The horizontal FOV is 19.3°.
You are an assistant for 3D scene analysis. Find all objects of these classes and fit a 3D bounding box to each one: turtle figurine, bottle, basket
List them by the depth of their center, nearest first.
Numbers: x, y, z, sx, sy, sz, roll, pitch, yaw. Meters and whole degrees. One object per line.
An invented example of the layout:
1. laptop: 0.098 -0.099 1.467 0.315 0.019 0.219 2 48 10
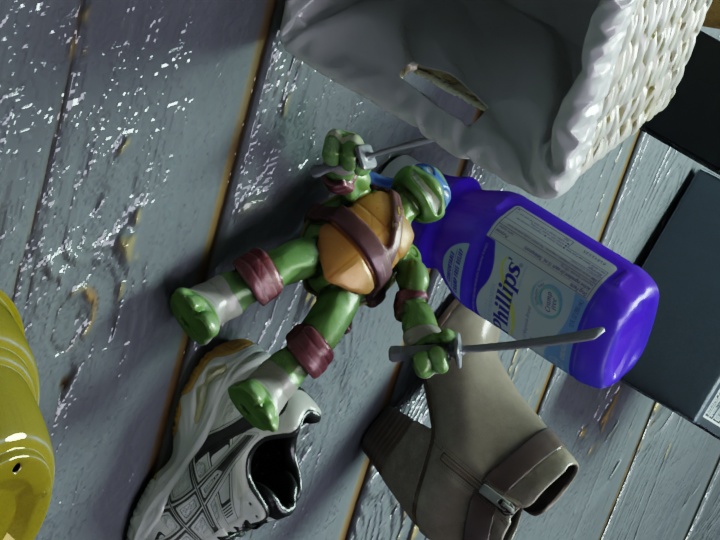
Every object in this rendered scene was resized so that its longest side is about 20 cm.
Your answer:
1. basket: 0.089 -0.181 1.148 0.160 0.197 0.201 -28 142 -50
2. turtle figurine: 0.000 0.000 1.240 0.193 0.200 0.145 -38 135 -18
3. bottle: 0.094 -0.007 1.354 0.065 0.199 0.084 -36 149 -37

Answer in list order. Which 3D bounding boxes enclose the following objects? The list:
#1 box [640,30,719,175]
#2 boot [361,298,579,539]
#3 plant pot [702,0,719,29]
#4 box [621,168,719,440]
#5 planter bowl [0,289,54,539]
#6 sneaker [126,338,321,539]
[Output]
1. box: 0.227 -0.122 1.462 0.079 0.199 0.141 -61 156 8
2. boot: 0.099 0.109 1.564 0.201 0.146 0.070 -56 153 -4
3. plant pot: 0.207 -0.229 1.307 0.186 0.199 0.187 -43 153 -29
4. box: 0.326 0.037 1.925 0.201 0.123 0.198 -59 156 1
5. planter bowl: -0.214 0.110 1.064 0.200 0.083 0.201 -42 152 -29
6. sneaker: -0.085 0.145 1.338 0.075 0.087 0.201 -26 142 -51
